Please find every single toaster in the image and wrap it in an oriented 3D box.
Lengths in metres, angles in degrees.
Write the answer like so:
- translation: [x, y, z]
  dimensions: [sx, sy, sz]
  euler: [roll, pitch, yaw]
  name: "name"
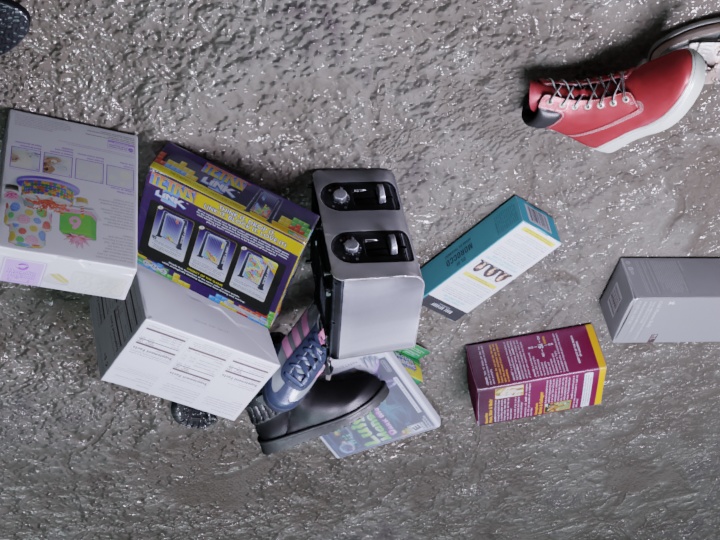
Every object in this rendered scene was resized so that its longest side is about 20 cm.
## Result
- translation: [0.000, 0.000, 1.343]
  dimensions: [0.118, 0.181, 0.200]
  euler: [-5, 140, -8]
  name: "toaster"

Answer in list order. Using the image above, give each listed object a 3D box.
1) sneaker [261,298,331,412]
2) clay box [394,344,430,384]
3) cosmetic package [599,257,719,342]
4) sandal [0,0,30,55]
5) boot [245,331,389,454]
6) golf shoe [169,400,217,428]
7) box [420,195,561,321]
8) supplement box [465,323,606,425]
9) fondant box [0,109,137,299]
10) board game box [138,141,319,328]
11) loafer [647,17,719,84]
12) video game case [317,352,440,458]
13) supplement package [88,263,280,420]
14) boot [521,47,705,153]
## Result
- translation: [-0.064, 0.099, 1.447]
  dimensions: [0.070, 0.200, 0.082]
  euler: [32, 168, -14]
  name: "sneaker"
- translation: [0.003, 0.168, 1.655]
  dimensions: [0.115, 0.048, 0.200]
  euler: [27, 130, -34]
  name: "clay box"
- translation: [0.462, 0.043, 1.576]
  dimensions: [0.199, 0.090, 0.107]
  euler: [1, 137, -9]
  name: "cosmetic package"
- translation: [-0.412, -0.239, 1.079]
  dimensions: [0.200, 0.045, 0.075]
  euler: [-12, 138, 26]
  name: "sandal"
- translation: [-0.077, 0.151, 1.526]
  dimensions: [0.211, 0.079, 0.158]
  euler: [-22, 102, -9]
  name: "boot"
- translation: [-0.238, 0.170, 1.510]
  dimensions: [0.094, 0.200, 0.078]
  euler: [-7, 101, 13]
  name: "golf shoe"
- translation: [0.167, -0.013, 1.469]
  dimensions: [0.082, 0.049, 0.200]
  euler: [26, 129, -36]
  name: "box"
- translation: [0.268, 0.161, 1.676]
  dimensions: [0.199, 0.086, 0.110]
  euler: [-10, 142, -1]
  name: "supplement box"
- translation: [-0.316, -0.073, 1.170]
  dimensions: [0.144, 0.200, 0.058]
  euler: [10, 137, -23]
  name: "fondant box"
- translation: [-0.167, -0.039, 1.295]
  dimensions: [0.200, 0.057, 0.165]
  euler: [27, 134, 0]
  name: "board game box"
- translation: [0.431, -0.246, 1.230]
  dimensions: [0.199, 0.063, 0.072]
  euler: [-10, 143, 0]
  name: "loafer"
- translation: [-0.004, 0.194, 1.620]
  dimensions: [0.181, 0.023, 0.200]
  euler: [-20, 127, 20]
  name: "video game case"
- translation: [-0.229, 0.079, 1.398]
  dimensions: [0.200, 0.156, 0.111]
  euler: [24, 117, -35]
  name: "supplement package"
- translation: [0.273, -0.200, 1.216]
  dimensions: [0.144, 0.073, 0.200]
  euler: [14, 157, -23]
  name: "boot"
